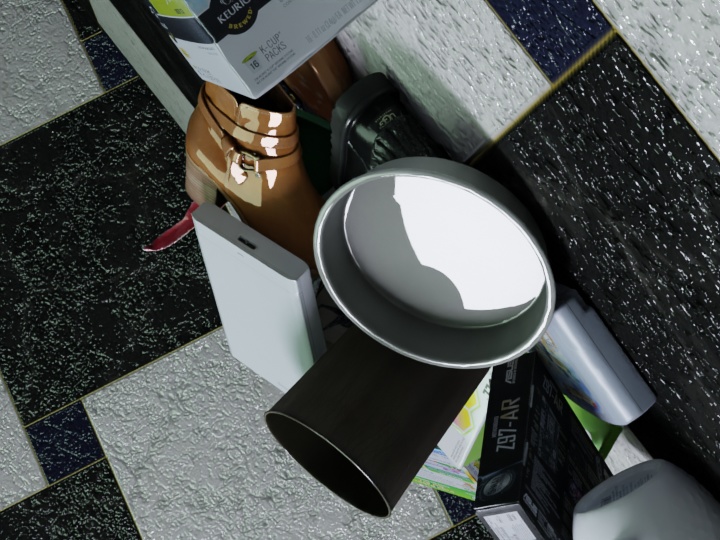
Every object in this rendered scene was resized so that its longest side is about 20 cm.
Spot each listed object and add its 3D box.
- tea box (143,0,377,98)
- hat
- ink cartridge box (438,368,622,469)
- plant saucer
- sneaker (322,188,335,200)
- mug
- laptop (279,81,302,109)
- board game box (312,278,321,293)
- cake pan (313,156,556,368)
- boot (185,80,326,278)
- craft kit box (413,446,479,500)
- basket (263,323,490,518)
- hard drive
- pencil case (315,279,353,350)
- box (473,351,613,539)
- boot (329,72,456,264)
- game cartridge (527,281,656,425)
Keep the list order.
[{"bbox_3d":[-0.103,-0.244,1.067,0.197,0.133,0.200,52,174,-19],"label":"tea box"},{"bbox_3d":[-0.086,-0.062,1.432,0.164,0.178,0.200,21,-179,-18],"label":"hat"},{"bbox_3d":[0.140,0.134,1.452,0.200,0.075,0.149,49,139,27],"label":"ink cartridge box"},{"bbox_3d":[-0.068,-0.223,1.402,0.201,0.037,0.200,51,173,8],"label":"plant saucer"},{"bbox_3d":[-0.061,-0.093,1.544,0.075,0.199,0.116,-28,92,39],"label":"sneaker"},{"bbox_3d":[0.249,0.261,1.235,0.177,0.147,0.200,60,-156,-1],"label":"mug"},{"bbox_3d":[-0.122,-0.155,1.832,0.201,0.116,0.187,50,173,13],"label":"laptop"},{"bbox_3d":[0.000,0.003,1.679,0.062,0.199,0.200,47,159,17],"label":"board game box"},{"bbox_3d":[0.060,-0.008,1.183,0.198,0.037,0.202,14,134,15],"label":"cake pan"},{"bbox_3d":[-0.065,-0.091,1.323,0.199,0.077,0.156,34,140,14],"label":"boot"},{"bbox_3d":[0.049,0.191,1.676,0.198,0.049,0.198,14,158,25],"label":"craft kit box"},{"bbox_3d":[0.032,0.096,1.331,0.136,0.200,0.180,45,163,-12],"label":"basket"},{"bbox_3d":[-0.086,0.038,1.391,0.131,0.026,0.201,32,150,30],"label":"hard drive"},{"bbox_3d":[0.000,0.000,1.449,0.077,0.202,0.089,25,163,-13],"label":"pencil case"},{"bbox_3d":[0.167,0.196,1.322,0.201,0.043,0.162,54,-146,-37],"label":"box"},{"bbox_3d":[0.045,-0.060,1.298,0.158,0.079,0.211,50,173,18],"label":"boot"},{"bbox_3d":[0.175,0.064,1.279,0.134,0.041,0.200,57,173,-12],"label":"game cartridge"}]
